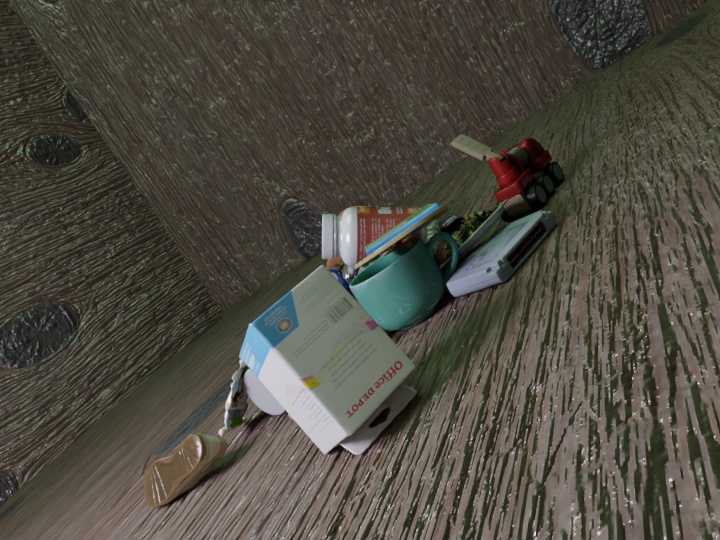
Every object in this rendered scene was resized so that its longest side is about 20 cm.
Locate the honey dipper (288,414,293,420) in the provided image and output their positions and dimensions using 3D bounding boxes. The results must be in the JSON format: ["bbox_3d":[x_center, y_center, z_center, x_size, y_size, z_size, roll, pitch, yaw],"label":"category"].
[{"bbox_3d":[-0.040,0.182,1.006,0.198,0.038,0.038,-33,8,26],"label":"honey dipper"}]

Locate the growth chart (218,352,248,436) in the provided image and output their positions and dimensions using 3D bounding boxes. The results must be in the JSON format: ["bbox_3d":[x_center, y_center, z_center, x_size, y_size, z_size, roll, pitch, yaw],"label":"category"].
[{"bbox_3d":[-0.205,0.198,1.157,0.145,0.017,0.204,-14,-56,-80],"label":"growth chart"}]

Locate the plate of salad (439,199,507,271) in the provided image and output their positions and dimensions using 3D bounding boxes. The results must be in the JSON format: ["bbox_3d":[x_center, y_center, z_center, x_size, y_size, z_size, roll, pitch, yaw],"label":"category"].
[{"bbox_3d":[0.202,-0.068,1.237,0.200,0.048,0.200,-44,-5,-5],"label":"plate of salad"}]

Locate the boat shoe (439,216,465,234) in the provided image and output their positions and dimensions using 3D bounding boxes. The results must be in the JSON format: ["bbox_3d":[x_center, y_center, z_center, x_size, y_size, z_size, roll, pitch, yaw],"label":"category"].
[{"bbox_3d":[0.169,-0.071,1.478,0.199,0.073,0.062,-35,4,-34],"label":"boat shoe"}]

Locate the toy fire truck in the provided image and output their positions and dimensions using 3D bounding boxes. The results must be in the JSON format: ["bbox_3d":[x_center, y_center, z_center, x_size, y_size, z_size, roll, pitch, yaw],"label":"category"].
[{"bbox_3d":[0.302,-0.223,1.344,0.128,0.202,0.176,-25,12,44],"label":"toy fire truck"}]

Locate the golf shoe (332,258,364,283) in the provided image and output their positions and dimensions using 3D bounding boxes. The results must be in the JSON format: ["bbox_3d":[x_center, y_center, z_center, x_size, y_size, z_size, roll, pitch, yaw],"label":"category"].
[{"bbox_3d":[0.000,0.000,1.348,0.090,0.074,0.200,-14,12,11],"label":"golf shoe"}]

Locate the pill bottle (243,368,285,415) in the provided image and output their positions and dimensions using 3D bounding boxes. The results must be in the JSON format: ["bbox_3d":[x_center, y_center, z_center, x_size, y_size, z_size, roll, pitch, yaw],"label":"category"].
[{"bbox_3d":[-0.113,0.157,1.160,0.115,0.117,0.200,-27,12,42],"label":"pill bottle"}]

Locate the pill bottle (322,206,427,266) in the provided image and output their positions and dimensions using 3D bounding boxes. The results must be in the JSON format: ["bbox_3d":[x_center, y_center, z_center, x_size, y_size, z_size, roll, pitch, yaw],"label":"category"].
[{"bbox_3d":[0.024,-0.064,1.239,0.196,0.115,0.112,0,7,-4],"label":"pill bottle"}]

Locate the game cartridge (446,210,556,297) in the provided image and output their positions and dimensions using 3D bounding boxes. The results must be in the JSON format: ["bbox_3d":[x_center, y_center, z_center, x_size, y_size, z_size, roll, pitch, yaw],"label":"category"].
[{"bbox_3d":[0.234,-0.027,1.094,0.200,0.041,0.132,-41,13,-35],"label":"game cartridge"}]

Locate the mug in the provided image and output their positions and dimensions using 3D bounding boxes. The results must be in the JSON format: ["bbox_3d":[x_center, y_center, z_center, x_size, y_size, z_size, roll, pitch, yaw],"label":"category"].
[{"bbox_3d":[0.082,0.027,1.118,0.184,0.115,0.152,-26,11,44],"label":"mug"}]

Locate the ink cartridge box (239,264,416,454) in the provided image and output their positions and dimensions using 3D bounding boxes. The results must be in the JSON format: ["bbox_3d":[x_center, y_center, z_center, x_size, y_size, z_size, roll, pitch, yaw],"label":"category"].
[{"bbox_3d":[-0.038,0.125,0.822,0.128,0.200,0.125,-38,-8,-30],"label":"ink cartridge box"}]

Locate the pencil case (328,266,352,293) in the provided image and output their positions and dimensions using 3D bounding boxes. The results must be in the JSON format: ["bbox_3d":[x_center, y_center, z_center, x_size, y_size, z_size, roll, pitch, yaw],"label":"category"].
[{"bbox_3d":[-0.054,0.095,1.105,0.085,0.079,0.203,-7,50,8],"label":"pencil case"}]

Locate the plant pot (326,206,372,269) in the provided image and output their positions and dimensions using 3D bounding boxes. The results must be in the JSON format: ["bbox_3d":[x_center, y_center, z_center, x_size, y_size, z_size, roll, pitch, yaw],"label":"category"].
[{"bbox_3d":[0.003,-0.036,1.611,0.199,0.200,0.141,-26,29,44],"label":"plant pot"}]

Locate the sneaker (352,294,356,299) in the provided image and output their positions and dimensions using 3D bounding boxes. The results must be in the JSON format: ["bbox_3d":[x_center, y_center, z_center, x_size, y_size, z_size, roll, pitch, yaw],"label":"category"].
[{"bbox_3d":[0.016,0.057,1.355,0.079,0.076,0.200,-32,8,-3],"label":"sneaker"}]

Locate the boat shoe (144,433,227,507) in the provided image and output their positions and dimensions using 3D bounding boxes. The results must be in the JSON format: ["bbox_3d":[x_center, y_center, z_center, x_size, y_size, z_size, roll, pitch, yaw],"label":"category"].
[{"bbox_3d":[-0.294,0.337,1.083,0.199,0.072,0.064,-40,-31,31],"label":"boat shoe"}]

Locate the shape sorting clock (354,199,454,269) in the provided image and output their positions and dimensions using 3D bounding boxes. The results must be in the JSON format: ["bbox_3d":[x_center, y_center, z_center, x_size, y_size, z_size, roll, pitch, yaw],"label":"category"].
[{"bbox_3d":[0.074,-0.058,1.085,0.198,0.040,0.200,-34,4,3],"label":"shape sorting clock"}]

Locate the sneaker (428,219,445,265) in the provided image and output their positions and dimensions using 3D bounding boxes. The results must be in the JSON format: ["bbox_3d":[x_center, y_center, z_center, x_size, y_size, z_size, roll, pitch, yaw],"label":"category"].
[{"bbox_3d":[0.144,-0.035,1.357,0.079,0.089,0.201,-17,29,24],"label":"sneaker"}]
